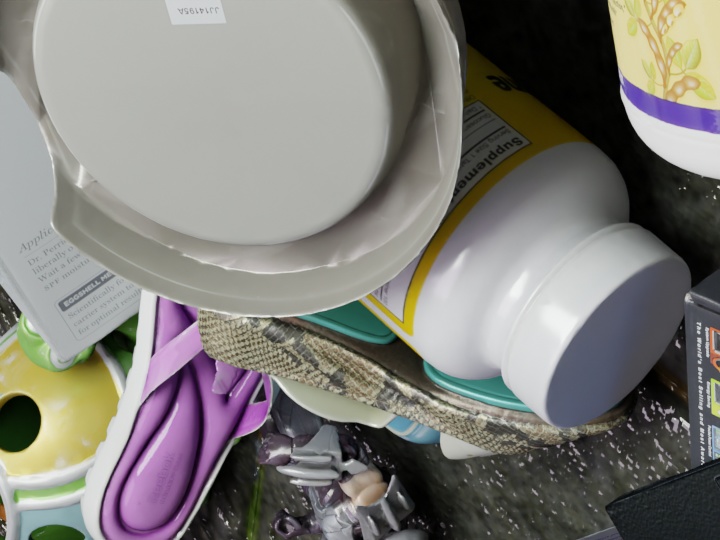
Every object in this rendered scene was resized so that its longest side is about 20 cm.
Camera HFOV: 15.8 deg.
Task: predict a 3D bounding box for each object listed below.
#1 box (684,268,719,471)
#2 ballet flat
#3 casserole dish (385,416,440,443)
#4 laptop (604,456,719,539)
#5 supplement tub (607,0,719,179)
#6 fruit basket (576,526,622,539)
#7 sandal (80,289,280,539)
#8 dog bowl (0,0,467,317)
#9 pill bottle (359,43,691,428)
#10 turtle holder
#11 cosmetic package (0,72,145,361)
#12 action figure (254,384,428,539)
[{"bbox_3d":[0.202,0.108,1.007,0.161,0.049,0.201,25,133,39],"label":"box"},{"bbox_3d":[0.021,0.043,1.136,0.199,0.068,0.076,18,133,8],"label":"ballet flat"},{"bbox_3d":[0.000,0.000,1.218,0.200,0.039,0.121,51,145,19],"label":"casserole dish"},{"bbox_3d":[0.160,0.177,0.979,0.201,0.103,0.177,60,147,0],"label":"laptop"},{"bbox_3d":[0.142,-0.143,0.822,0.145,0.145,0.201,16,126,48],"label":"supplement tub"},{"bbox_3d":[0.020,0.182,1.193,0.094,0.184,0.201,58,149,31],"label":"fruit basket"},{"bbox_3d":[-0.067,0.049,1.199,0.050,0.082,0.204,43,120,49],"label":"sandal"},{"bbox_3d":[-0.050,-0.079,0.978,0.199,0.059,0.201,10,129,13],"label":"dog bowl"},{"bbox_3d":[0.038,-0.028,1.077,0.200,0.112,0.113,42,142,28],"label":"pill bottle"},{"bbox_3d":[-0.148,0.086,1.391,0.141,0.131,0.185,60,149,3],"label":"turtle holder"},{"bbox_3d":[-0.169,-0.103,1.204,0.199,0.123,0.200,47,168,46],"label":"cosmetic package"},{"bbox_3d":[-0.028,0.087,1.283,0.200,0.069,0.130,54,160,23],"label":"action figure"}]
